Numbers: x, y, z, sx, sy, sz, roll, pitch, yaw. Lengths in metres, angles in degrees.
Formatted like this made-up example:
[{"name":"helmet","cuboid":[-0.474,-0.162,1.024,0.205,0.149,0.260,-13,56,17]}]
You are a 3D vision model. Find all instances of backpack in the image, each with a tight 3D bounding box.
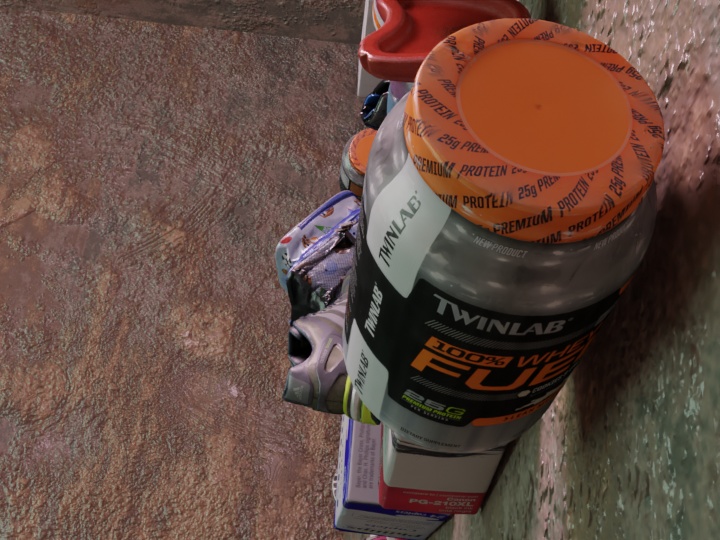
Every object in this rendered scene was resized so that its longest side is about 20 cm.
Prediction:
[{"name":"backpack","cuboid":[0.000,0.000,1.044,0.155,0.190,0.200,54,165,14]}]

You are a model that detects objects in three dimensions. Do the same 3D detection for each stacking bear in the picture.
[{"name":"stacking bear","cuboid":[0.070,-0.093,0.672,0.122,0.113,0.201,-72,-19,-48]}]

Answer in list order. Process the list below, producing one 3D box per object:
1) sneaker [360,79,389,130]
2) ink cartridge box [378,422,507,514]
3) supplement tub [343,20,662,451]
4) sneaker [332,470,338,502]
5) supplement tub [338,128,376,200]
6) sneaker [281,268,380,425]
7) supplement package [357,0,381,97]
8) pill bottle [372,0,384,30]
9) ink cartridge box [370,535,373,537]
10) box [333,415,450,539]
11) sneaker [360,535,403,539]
[{"name":"sneaker","cuboid":[0.053,-0.178,1.139,0.201,0.111,0.074,100,176,-59]},{"name":"ink cartridge box","cuboid":[0.064,0.073,0.673,0.201,0.083,0.146,97,177,-53]},{"name":"supplement tub","cuboid":[0.058,-0.007,0.418,0.201,0.121,0.124,98,177,-57]},{"name":"sneaker","cuboid":[-0.014,0.448,1.931,0.201,0.074,0.085,-73,-15,-57]},{"name":"supplement tub","cuboid":[0.020,-0.206,1.818,0.200,0.121,0.124,110,165,-77]},{"name":"sneaker","cuboid":[-0.017,0.049,0.735,0.200,0.080,0.075,-85,1,-67]},{"name":"supplement package","cuboid":[0.063,-0.340,1.196,0.118,0.116,0.201,-88,3,-46]},{"name":"pill bottle","cuboid":[0.075,-0.310,0.913,0.200,0.113,0.115,103,172,-74]},{"name":"ink cartridge box","cuboid":[0.034,0.329,1.249,0.200,0.056,0.164,-166,81,-83]},{"name":"box","cuboid":[0.033,0.175,0.950,0.200,0.104,0.186,100,175,-66]},{"name":"sneaker","cuboid":[0.020,0.416,1.077,0.081,0.074,0.202,171,104,-87]}]
